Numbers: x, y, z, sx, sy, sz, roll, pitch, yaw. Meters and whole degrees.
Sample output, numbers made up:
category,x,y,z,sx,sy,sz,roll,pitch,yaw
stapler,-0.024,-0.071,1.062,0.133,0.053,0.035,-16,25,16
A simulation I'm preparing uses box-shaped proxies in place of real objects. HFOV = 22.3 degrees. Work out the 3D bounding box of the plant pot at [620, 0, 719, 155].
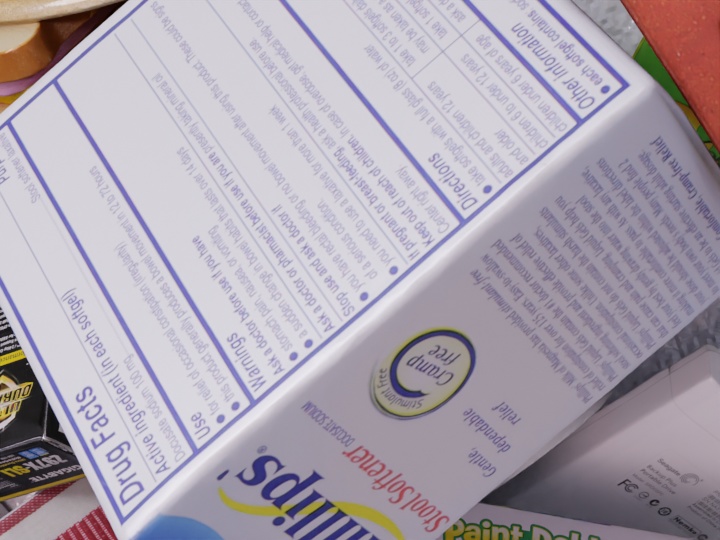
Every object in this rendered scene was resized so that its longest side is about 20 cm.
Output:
category,x,y,z,sx,sy,sz,roll,pitch,yaw
plant pot,0.159,-0.116,0.547,0.199,0.176,0.200,-30,102,26

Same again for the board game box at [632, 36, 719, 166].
category,x,y,z,sx,sy,sz,roll,pitch,yaw
board game box,0.169,-0.091,0.692,0.101,0.048,0.201,34,119,14

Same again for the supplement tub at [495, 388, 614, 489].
category,x,y,z,sx,sy,sz,roll,pitch,yaw
supplement tub,0.000,0.000,0.755,0.144,0.144,0.200,-35,88,32

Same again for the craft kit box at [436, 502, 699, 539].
category,x,y,z,sx,sy,sz,roll,pitch,yaw
craft kit box,0.060,0.162,0.743,0.196,0.049,0.200,12,145,1

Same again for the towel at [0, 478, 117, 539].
category,x,y,z,sx,sy,sz,roll,pitch,yaw
towel,-0.064,0.164,0.848,0.200,0.144,0.023,52,143,4

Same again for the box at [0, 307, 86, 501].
category,x,y,z,sx,sy,sz,roll,pitch,yaw
box,-0.194,0.036,0.870,0.199,0.049,0.160,-19,56,33

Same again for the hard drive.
category,x,y,z,sx,sy,sz,roll,pitch,yaw
hard drive,0.111,0.119,0.769,0.132,0.027,0.200,35,125,-26

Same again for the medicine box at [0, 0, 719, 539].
category,x,y,z,sx,sy,sz,roll,pitch,yaw
medicine box,-0.011,-0.018,0.588,0.200,0.103,0.182,-41,48,5

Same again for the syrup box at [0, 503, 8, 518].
category,x,y,z,sx,sy,sz,roll,pitch,yaw
syrup box,-0.219,0.173,0.967,0.200,0.081,0.079,46,122,9

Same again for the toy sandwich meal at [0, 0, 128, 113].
category,x,y,z,sx,sy,sz,roll,pitch,yaw
toy sandwich meal,-0.093,-0.130,0.744,0.204,0.205,0.071,0,128,28
